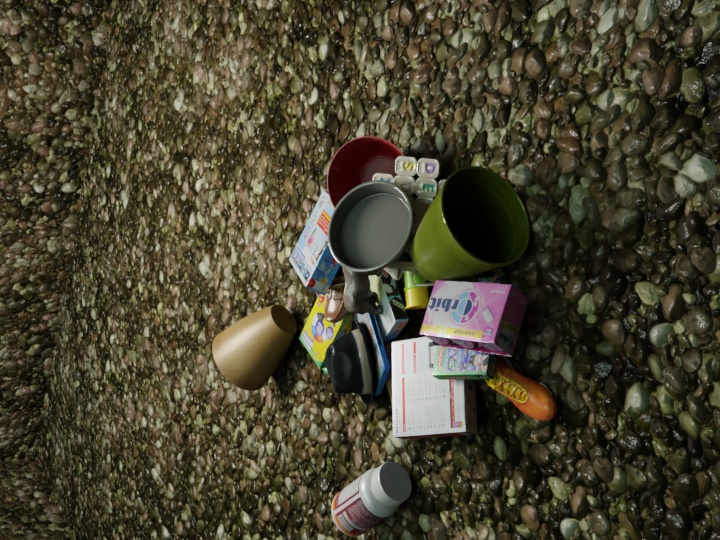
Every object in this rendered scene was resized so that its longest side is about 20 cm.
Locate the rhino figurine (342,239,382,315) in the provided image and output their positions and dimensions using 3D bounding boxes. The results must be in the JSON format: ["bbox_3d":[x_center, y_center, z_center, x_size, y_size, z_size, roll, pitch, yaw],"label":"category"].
[{"bbox_3d":[0.000,0.000,1.701,0.060,0.086,0.205,-161,67,-64],"label":"rhino figurine"}]

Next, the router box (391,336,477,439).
[{"bbox_3d":[0.149,0.237,1.605,0.177,0.048,0.205,-12,69,36],"label":"router box"}]

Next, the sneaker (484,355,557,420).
[{"bbox_3d":[0.286,0.223,1.480,0.199,0.076,0.074,35,114,43],"label":"sneaker"}]

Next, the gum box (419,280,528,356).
[{"bbox_3d":[0.208,0.087,1.479,0.198,0.066,0.115,3,67,48],"label":"gum box"}]

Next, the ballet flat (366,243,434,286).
[{"bbox_3d":[0.102,-0.006,1.642,0.196,0.071,0.072,13,103,8],"label":"ballet flat"}]

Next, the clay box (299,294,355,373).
[{"bbox_3d":[-0.087,0.150,1.949,0.115,0.047,0.202,49,124,38],"label":"clay box"}]

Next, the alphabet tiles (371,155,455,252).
[{"bbox_3d":[0.113,-0.137,1.649,0.191,0.015,0.205,9,104,17],"label":"alphabet tiles"}]

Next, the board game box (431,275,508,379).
[{"bbox_3d":[0.216,0.113,1.531,0.133,0.029,0.204,-9,60,45],"label":"board game box"}]

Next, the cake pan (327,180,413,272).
[{"bbox_3d":[0.025,-0.088,1.622,0.196,0.037,0.205,-11,66,24],"label":"cake pan"}]

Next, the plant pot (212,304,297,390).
[{"bbox_3d":[-0.265,0.188,2.084,0.200,0.185,0.189,-42,59,27],"label":"plant pot"}]

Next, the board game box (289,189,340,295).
[{"bbox_3d":[-0.086,-0.070,1.854,0.198,0.055,0.200,-62,23,10],"label":"board game box"}]

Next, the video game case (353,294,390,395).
[{"bbox_3d":[0.024,0.162,1.777,0.144,0.017,0.203,105,153,-57],"label":"video game case"}]

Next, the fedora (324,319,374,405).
[{"bbox_3d":[-0.030,0.218,1.790,0.200,0.090,0.205,169,90,-79],"label":"fedora"}]

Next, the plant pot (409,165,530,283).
[{"bbox_3d":[0.194,-0.065,1.520,0.193,0.197,0.204,-42,59,55],"label":"plant pot"}]

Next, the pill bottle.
[{"bbox_3d":[0.025,0.518,1.770,0.200,0.108,0.111,-46,57,40],"label":"pill bottle"}]

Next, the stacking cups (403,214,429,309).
[{"bbox_3d":[0.113,-0.020,1.697,0.060,0.060,0.205,-15,79,49],"label":"stacking cups"}]

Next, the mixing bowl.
[{"bbox_3d":[0.035,-0.197,1.728,0.196,0.108,0.205,4,102,18],"label":"mixing bowl"}]

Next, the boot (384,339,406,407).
[{"bbox_3d":[0.108,0.251,1.704,0.174,0.065,0.204,-25,70,47],"label":"boot"}]

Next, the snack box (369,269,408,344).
[{"bbox_3d":[0.046,0.052,1.764,0.117,0.036,0.203,120,138,-55],"label":"snack box"}]

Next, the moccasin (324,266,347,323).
[{"bbox_3d":[-0.049,0.022,1.847,0.073,0.077,0.205,16,87,38],"label":"moccasin"}]
